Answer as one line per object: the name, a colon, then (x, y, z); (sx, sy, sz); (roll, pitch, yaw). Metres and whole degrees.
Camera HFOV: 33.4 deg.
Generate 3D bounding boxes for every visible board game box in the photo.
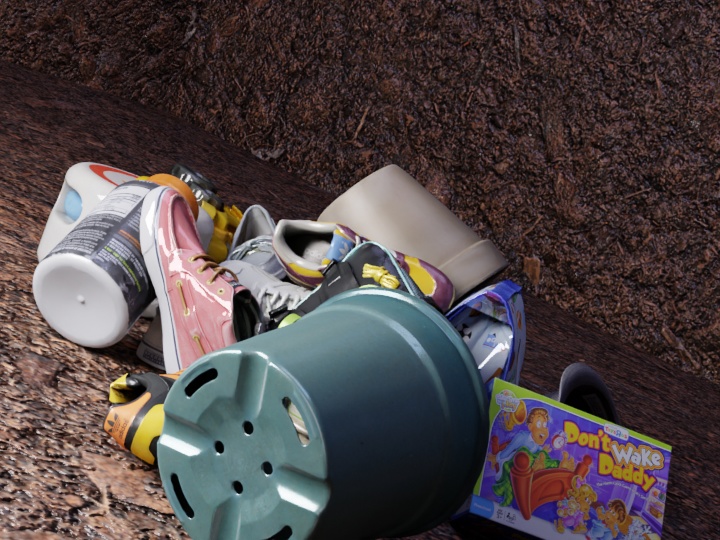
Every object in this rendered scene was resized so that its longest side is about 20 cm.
board game box: (0.194, 0.202, 1.145); (0.197, 0.136, 0.045); (21, -28, -12)

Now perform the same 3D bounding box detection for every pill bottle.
pill bottle: (-0.232, -0.021, 1.199); (0.105, 0.107, 0.201); (24, 37, 6)

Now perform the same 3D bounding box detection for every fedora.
fedora: (0.210, 0.192, 1.294); (0.089, 0.180, 0.199); (-7, 0, 32)

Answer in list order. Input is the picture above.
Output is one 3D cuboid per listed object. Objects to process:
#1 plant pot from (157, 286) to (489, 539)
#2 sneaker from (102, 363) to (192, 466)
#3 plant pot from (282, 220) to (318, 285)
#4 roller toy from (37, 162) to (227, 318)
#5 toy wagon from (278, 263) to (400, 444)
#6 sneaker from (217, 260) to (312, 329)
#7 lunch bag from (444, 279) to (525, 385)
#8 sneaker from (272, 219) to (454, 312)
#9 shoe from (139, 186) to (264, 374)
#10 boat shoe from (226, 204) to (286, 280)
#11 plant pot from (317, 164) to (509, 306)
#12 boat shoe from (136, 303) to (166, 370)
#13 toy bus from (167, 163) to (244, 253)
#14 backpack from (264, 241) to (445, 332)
plant pot: (-0.033, 0.121, 0.885); (0.198, 0.203, 0.195); (27, 17, 26)
sneaker: (-0.162, 0.104, 0.998); (0.089, 0.071, 0.200); (25, 10, -7)
plant pot: (-0.036, 0.011, 1.559); (0.198, 0.190, 0.185); (-10, -17, 43)
roller toy: (-0.265, -0.040, 1.385); (0.198, 0.142, 0.182); (25, 9, 11)
toy wagon: (-0.010, 0.094, 1.024); (0.154, 0.203, 0.039); (27, 7, 29)
sneaker: (-0.079, 0.038, 1.246); (0.098, 0.079, 0.199); (5, -7, 36)
lunch bag: (0.115, 0.107, 1.298); (0.122, 0.203, 0.170); (24, 9, 10)
sneaker: (0.000, 0.000, 1.242); (0.197, 0.076, 0.090); (14, -16, 13)
shoe: (-0.145, 0.012, 1.137); (0.090, 0.204, 0.071); (-14, -8, 27)
boat shoe: (-0.129, -0.025, 1.466); (0.073, 0.066, 0.202); (-14, 17, 6)
plant pot: (0.045, -0.018, 1.381); (0.175, 0.199, 0.200); (56, 14, 7)
boat shoe: (-0.186, 0.050, 1.275); (0.070, 0.071, 0.200); (23, 8, 3)
toy bus: (-0.196, -0.031, 1.610); (0.191, 0.137, 0.200); (31, 6, -26)
backpack: (0.017, 0.104, 1.137); (0.154, 0.175, 0.200); (54, -3, -42)
